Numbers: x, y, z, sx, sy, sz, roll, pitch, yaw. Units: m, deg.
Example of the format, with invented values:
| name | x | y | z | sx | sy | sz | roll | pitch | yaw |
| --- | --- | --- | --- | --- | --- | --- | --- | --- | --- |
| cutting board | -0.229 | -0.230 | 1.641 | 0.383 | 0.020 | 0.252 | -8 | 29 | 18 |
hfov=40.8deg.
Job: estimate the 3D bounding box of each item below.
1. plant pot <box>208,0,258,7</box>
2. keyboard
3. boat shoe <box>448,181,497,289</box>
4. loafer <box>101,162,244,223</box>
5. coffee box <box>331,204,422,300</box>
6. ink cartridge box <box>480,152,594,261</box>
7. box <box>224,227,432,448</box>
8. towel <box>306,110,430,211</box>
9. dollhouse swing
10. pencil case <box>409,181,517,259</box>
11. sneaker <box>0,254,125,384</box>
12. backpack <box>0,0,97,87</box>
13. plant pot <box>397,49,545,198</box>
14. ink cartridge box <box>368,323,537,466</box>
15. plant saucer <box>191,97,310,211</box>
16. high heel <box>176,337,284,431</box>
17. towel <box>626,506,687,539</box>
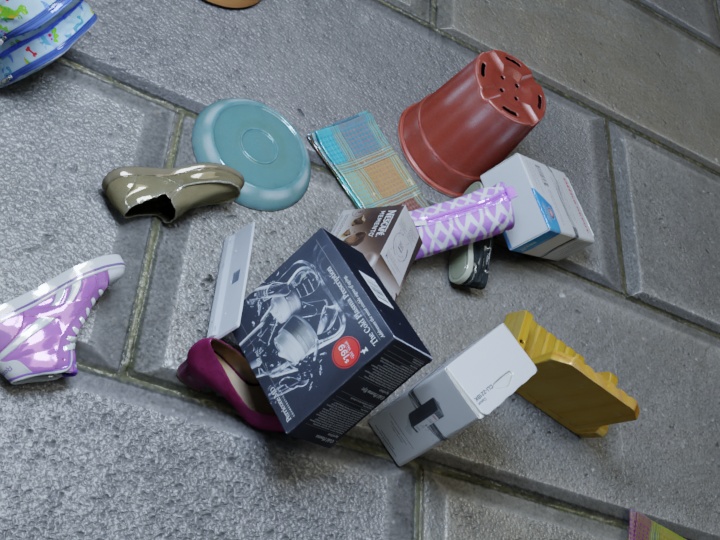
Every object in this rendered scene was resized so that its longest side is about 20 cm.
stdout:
| name | x | y | z | sx | sy | sz | roll | pitch | yaw |
| --- | --- | --- | --- | --- | --- | --- | --- | --- | --- |
| plant pot | -0.211 | -0.552 | 1.573 | 0.199 | 0.140 | 0.201 | 16 | 55 | -25 |
| keyboard | -0.171 | 0.013 | 1.300 | 0.011 | 0.056 | 0.201 | 46 | 30 | -34 |
| boat shoe | 0.195 | -0.055 | 1.609 | 0.066 | 0.074 | 0.200 | 27 | 50 | -24 |
| loafer | -0.252 | -0.102 | 1.333 | 0.199 | 0.076 | 0.068 | -6 | 67 | -26 |
| coffee box | 0.000 | 0.000 | 1.401 | 0.080 | 0.113 | 0.200 | 62 | 39 | -34 |
| ink cartridge box | 0.307 | -0.104 | 1.668 | 0.200 | 0.084 | 0.146 | 8 | 57 | -55 |
| box | -0.044 | 0.086 | 1.228 | 0.104 | 0.182 | 0.200 | 31 | 20 | -52 |
| towel | 0.018 | -0.164 | 1.587 | 0.146 | 0.022 | 0.200 | -28 | 81 | -41 |
| dollhouse swing | 0.338 | 0.144 | 1.519 | 0.200 | 0.176 | 0.182 | 35 | 49 | -11 |
| pencil case | 0.145 | -0.079 | 1.528 | 0.199 | 0.086 | 0.084 | -18 | 58 | -7 |
| sneaker | -0.351 | 0.066 | 1.167 | 0.200 | 0.073 | 0.115 | -34 | 89 | -32 |
| backpack | -0.433 | -0.347 | 1.266 | 0.147 | 0.199 | 0.183 | 51 | 43 | -24 |
| plant pot | 0.199 | -0.258 | 1.651 | 0.200 | 0.195 | 0.202 | 17 | 55 | -26 |
| ink cartridge box | 0.126 | 0.173 | 1.337 | 0.144 | 0.200 | 0.084 | -31 | 83 | -42 |
| plant saucer | -0.158 | -0.184 | 1.474 | 0.199 | 0.027 | 0.201 | 17 | 56 | -26 |
| high heel | -0.133 | 0.149 | 1.243 | 0.199 | 0.096 | 0.068 | 23 | 53 | -21 |
| towel | 0.460 | 0.482 | 1.502 | 0.143 | 0.023 | 0.201 | 32 | 50 | -15 |
